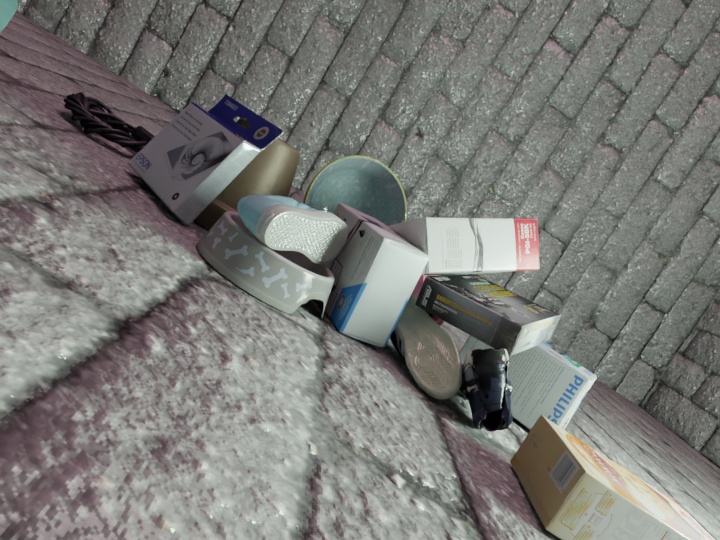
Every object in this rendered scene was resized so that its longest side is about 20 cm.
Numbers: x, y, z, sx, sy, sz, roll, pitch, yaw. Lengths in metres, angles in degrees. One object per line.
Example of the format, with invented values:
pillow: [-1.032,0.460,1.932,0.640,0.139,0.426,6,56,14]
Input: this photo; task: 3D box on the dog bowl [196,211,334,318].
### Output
dog bowl: [-0.122,-0.011,0.813,0.199,0.059,0.200,32,7,-4]

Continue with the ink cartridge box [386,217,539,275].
ink cartridge box: [0.155,-0.036,0.932,0.198,0.084,0.146,-2,-1,-23]

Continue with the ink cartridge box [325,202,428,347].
ink cartridge box: [0.000,0.000,0.898,0.085,0.148,0.200,21,11,-28]

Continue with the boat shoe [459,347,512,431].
boat shoe: [0.168,0.177,0.815,0.074,0.094,0.200,-3,-25,8]

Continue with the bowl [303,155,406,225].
bowl: [-0.022,-0.111,1.120,0.199,0.202,0.108,30,-3,-19]

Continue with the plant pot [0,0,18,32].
plant pot: [-0.597,-0.398,0.841,0.200,0.201,0.161,39,-4,44]

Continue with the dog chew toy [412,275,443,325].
dog chew toy: [0.080,0.041,1.133,0.124,0.126,0.199,27,1,-37]

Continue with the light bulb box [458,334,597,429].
light bulb box: [0.289,0.181,1.040,0.199,0.126,0.198,34,7,25]

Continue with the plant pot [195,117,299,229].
plant pot: [-0.192,-0.151,0.987,0.199,0.176,0.200,31,8,-4]

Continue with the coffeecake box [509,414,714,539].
coffeecake box: [0.278,0.263,0.643,0.199,0.073,0.154,33,6,-3]

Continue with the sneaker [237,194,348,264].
sneaker: [-0.086,-0.065,0.797,0.082,0.074,0.200,39,8,26]

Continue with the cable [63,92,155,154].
cable: [-0.470,-0.267,1.102,0.199,0.051,0.163,37,13,16]

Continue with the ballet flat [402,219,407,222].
ballet flat: [0.048,-0.009,1.052,0.064,0.201,0.075,42,-29,-11]

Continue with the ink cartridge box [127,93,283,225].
ink cartridge box: [-0.242,-0.188,0.908,0.199,0.200,0.041,37,-10,41]

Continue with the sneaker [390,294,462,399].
sneaker: [0.094,0.119,0.858,0.201,0.074,0.085,-115,-175,-50]

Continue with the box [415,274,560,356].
box: [0.195,0.059,0.892,0.157,0.049,0.199,27,15,30]
